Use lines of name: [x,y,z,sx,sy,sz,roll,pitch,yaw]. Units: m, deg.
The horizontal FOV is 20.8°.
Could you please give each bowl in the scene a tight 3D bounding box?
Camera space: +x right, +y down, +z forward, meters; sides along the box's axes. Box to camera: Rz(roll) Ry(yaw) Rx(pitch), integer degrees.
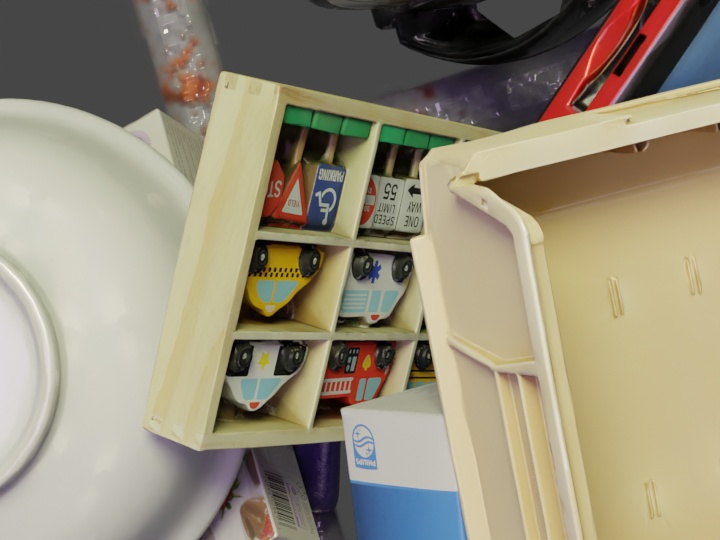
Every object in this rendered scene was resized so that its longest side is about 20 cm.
bowl: [-0.141,0.035,0.703,0.199,0.090,0.203,0,89,9]

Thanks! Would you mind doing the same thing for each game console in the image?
game console: [0.148,-0.079,0.707,0.031,0.176,0.201,42,102,35]

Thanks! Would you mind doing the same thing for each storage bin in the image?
storage bin: [0.134,0.041,0.624,0.198,0.094,0.200,-15,100,-19]

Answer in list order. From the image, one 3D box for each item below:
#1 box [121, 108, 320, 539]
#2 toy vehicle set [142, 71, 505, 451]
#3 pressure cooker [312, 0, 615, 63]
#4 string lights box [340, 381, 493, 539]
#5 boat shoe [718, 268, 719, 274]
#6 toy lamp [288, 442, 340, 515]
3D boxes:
box: [-0.065,0.030,0.802,0.038,0.041,0.201,-27,63,18]
toy vehicle set: [0.000,0.000,0.737,0.026,0.199,0.125,16,96,30]
pressure cooker: [0.044,-0.180,0.725,0.177,0.176,0.202,-15,88,14]
string lights box: [0.059,0.139,0.698,0.059,0.102,0.202,-2,98,48]
boat shoe: [0.127,0.086,0.713,0.072,0.062,0.202,8,98,24]
toy lamp: [-0.052,0.143,0.828,0.058,0.058,0.202,18,96,15]
